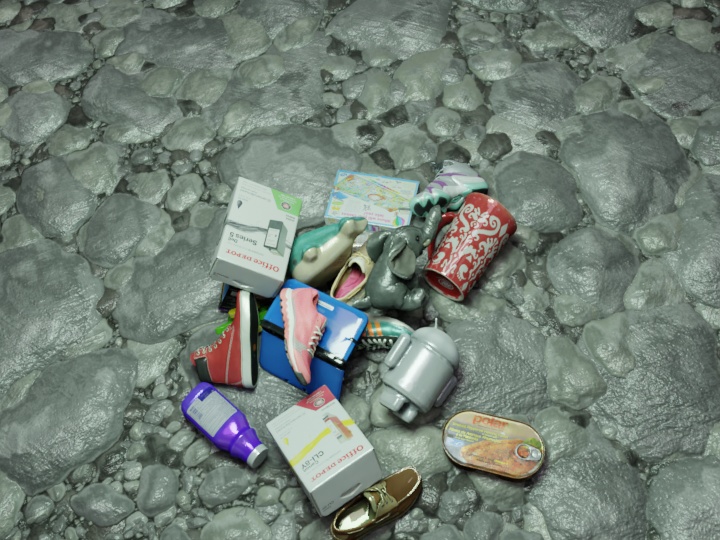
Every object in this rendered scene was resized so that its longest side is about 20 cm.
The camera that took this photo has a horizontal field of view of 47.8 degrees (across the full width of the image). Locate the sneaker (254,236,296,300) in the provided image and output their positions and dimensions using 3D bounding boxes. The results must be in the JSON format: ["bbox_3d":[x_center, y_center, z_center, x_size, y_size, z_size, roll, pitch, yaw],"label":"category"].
[{"bbox_3d":[-0.189,-0.011,1.772,0.083,0.076,0.201,-19,31,25],"label":"sneaker"}]

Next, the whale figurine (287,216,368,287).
[{"bbox_3d":[-0.074,-0.055,1.682,0.200,0.158,0.104,-47,69,28],"label":"whale figurine"}]

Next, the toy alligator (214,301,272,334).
[{"bbox_3d":[-0.218,0.093,1.740,0.197,0.060,0.054,-20,17,-10],"label":"toy alligator"}]

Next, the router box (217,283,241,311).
[{"bbox_3d":[-0.255,-0.029,1.753,0.050,0.149,0.203,15,58,-15],"label":"router box"}]

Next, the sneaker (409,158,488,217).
[{"bbox_3d":[0.179,-0.199,1.852,0.197,0.078,0.141,-13,53,-22],"label":"sneaker"}]

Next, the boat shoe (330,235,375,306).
[{"bbox_3d":[0.000,0.000,1.689,0.073,0.070,0.202,20,67,23],"label":"boat shoe"}]

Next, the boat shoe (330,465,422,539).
[{"bbox_3d":[0.030,0.434,1.500,0.199,0.074,0.076,-35,63,-14],"label":"boat shoe"}]

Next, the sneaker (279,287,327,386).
[{"bbox_3d":[-0.103,0.118,1.555,0.085,0.074,0.204,-11,63,1],"label":"sneaker"}]

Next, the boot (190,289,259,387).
[{"bbox_3d":[-0.283,0.136,1.665,0.141,0.072,0.205,3,95,11],"label":"boot"}]

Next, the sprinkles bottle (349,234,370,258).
[{"bbox_3d":[-0.029,-0.045,1.788,0.196,0.069,0.069,-1,59,5],"label":"sprinkles bottle"}]

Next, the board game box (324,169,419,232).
[{"bbox_3d":[0.028,-0.155,1.866,0.196,0.034,0.136,10,61,11],"label":"board game box"}]

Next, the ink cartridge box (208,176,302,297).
[{"bbox_3d":[-0.211,-0.067,1.650,0.143,0.084,0.203,19,58,-15],"label":"ink cartridge box"}]

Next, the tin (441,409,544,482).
[{"bbox_3d":[0.253,0.336,1.556,0.196,0.042,0.114,12,66,12],"label":"tin"}]

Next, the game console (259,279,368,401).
[{"bbox_3d":[-0.097,0.145,1.648,0.197,0.119,0.172,24,69,18],"label":"game console"}]

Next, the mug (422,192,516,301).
[{"bbox_3d":[0.221,-0.043,1.751,0.133,0.177,0.201,41,71,-14],"label":"mug"}]

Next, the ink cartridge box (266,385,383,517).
[{"bbox_3d":[-0.068,0.335,1.527,0.144,0.084,0.200,-31,41,-13],"label":"ink cartridge box"}]

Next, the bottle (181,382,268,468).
[{"bbox_3d":[-0.266,0.309,1.608,0.199,0.066,0.084,36,69,23],"label":"bottle"}]

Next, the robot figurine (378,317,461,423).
[{"bbox_3d":[0.120,0.197,1.595,0.202,0.169,0.112,-55,29,-11],"label":"robot figurine"}]

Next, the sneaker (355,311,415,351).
[{"bbox_3d":[0.020,0.137,1.680,0.197,0.072,0.081,13,62,22],"label":"sneaker"}]

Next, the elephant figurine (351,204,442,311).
[{"bbox_3d":[0.077,-0.028,1.637,0.139,0.155,0.204,8,104,23],"label":"elephant figurine"}]
